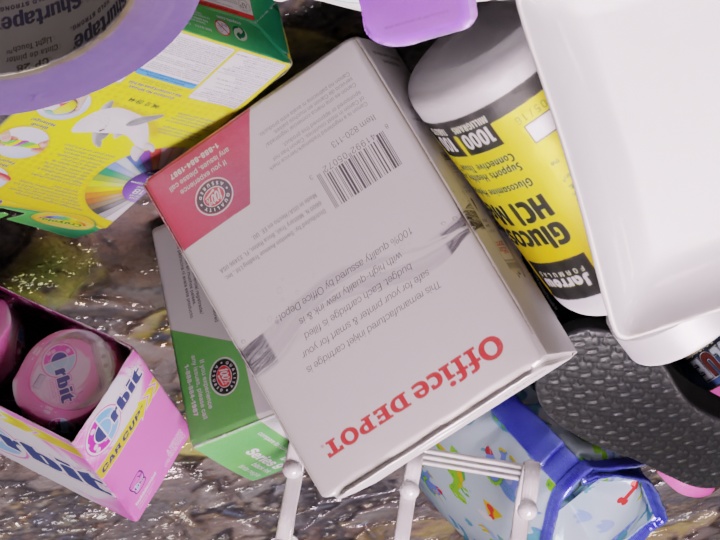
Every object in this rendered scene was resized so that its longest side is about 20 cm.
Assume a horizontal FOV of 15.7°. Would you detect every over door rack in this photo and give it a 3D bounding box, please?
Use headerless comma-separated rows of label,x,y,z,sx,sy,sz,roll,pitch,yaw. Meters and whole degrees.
over door rack,0.023,0.161,1.512,0.147,0.067,0.200,10,151,2

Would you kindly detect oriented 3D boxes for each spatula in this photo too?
spatula,0.012,-0.189,1.204,0.056,0.021,0.201,-17,122,-3

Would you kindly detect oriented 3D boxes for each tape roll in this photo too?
tape roll,-0.175,-0.159,1.196,0.198,0.085,0.200,-8,151,-5

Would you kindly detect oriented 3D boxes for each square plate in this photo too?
square plate,0.194,-0.083,1.291,0.197,0.028,0.201,-17,114,4

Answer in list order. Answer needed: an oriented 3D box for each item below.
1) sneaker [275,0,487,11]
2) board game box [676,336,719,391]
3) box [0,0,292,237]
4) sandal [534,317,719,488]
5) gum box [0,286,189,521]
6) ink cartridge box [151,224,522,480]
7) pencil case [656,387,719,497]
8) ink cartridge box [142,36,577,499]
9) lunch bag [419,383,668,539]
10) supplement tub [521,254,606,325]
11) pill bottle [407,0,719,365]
sneaker,0.039,-0.164,1.297,0.199,0.071,0.080,4,156,-14
board game box,0.230,0.027,1.597,0.135,0.035,0.200,-42,-179,-23
box,-0.142,-0.086,1.378,0.117,0.049,0.200,14,139,-40
sandal,0.161,0.071,1.507,0.075,0.048,0.200,-32,139,22
gum box,-0.206,0.056,1.483,0.199,0.066,0.114,23,161,25
ink cartridge box,-0.006,0.016,1.501,0.199,0.147,0.084,-21,152,18
pencil case,0.269,0.067,1.758,0.093,0.091,0.200,-23,163,-43
ink cartridge box,0.000,0.000,1.387,0.146,0.201,0.083,-33,171,15
lunch bag,0.093,0.101,1.605,0.127,0.170,0.200,-43,156,-4
supplement tub,0.174,-0.026,1.520,0.122,0.123,0.200,12,144,-36
pill bottle,0.123,-0.051,1.377,0.112,0.113,0.200,-28,111,27
